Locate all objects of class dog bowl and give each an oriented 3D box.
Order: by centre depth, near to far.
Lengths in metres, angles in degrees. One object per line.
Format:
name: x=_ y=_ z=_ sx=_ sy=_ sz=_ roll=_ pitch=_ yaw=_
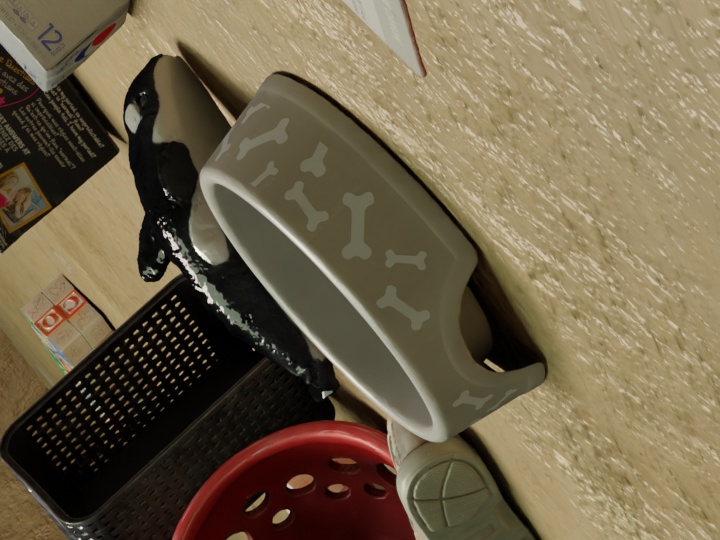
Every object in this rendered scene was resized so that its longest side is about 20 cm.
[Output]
dog bowl: x=0.000 y=0.000 z=1.219 sx=0.200 sy=0.059 sz=0.200 roll=45 pitch=169 yaw=12

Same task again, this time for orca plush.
orca plush: x=-0.081 y=-0.011 z=1.342 sx=0.201 sy=0.071 sz=0.105 roll=56 pitch=-154 yaw=-5

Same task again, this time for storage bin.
storage bin: x=-0.135 y=0.112 z=1.769 sx=0.135 sy=0.200 sz=0.094 roll=36 pitch=165 yaw=48

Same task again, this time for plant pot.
plant pot: x=-0.010 y=0.229 z=1.705 sx=0.200 sy=0.200 sz=0.183 roll=39 pitch=169 yaw=39

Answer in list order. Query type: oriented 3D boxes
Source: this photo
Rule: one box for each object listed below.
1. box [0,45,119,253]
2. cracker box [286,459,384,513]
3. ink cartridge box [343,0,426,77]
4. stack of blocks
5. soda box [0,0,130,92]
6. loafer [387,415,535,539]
box: x=-0.276 y=-0.118 z=1.749 sx=0.132 sy=0.115 sz=0.200 roll=55 pitch=166 yaw=-30
cracker box: x=-0.002 y=0.196 z=1.935 sx=0.134 sy=0.058 sz=0.200 roll=35 pitch=164 yaw=48
ink cartridge box: x=-0.037 y=-0.172 z=0.781 sx=0.176 sy=0.045 sz=0.200 roll=44 pitch=169 yaw=24
stack of blocks: x=-0.286 y=0.094 z=2.702 sx=0.115 sy=0.059 sz=0.200 roll=39 pitch=167 yaw=40
soda box: x=-0.211 y=-0.194 z=1.350 sx=0.200 sy=0.063 sz=0.068 roll=48 pitch=171 yaw=0
loafer: x=0.063 y=0.155 z=1.534 sx=0.063 sy=0.072 sz=0.201 roll=61 pitch=175 yaw=45
